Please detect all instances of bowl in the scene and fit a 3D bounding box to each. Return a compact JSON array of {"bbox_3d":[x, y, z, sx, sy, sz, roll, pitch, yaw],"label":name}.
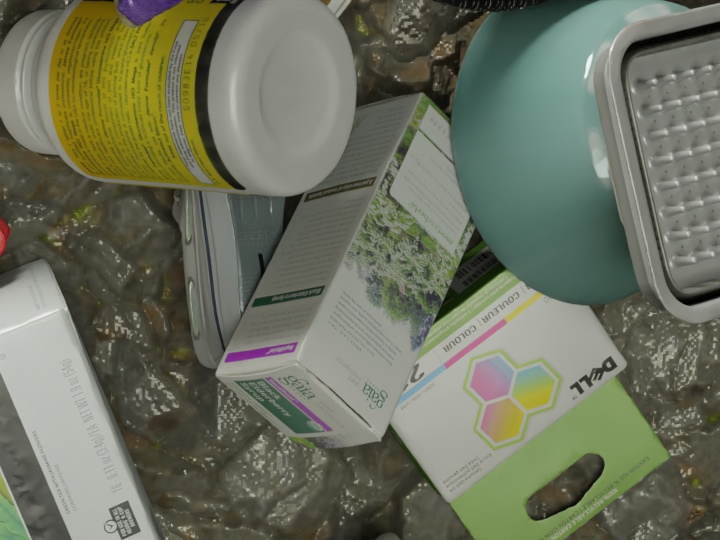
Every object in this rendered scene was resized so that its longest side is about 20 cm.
[{"bbox_3d":[0.164,-0.083,1.342,0.199,0.105,0.203,4,82,-35],"label":"bowl"}]

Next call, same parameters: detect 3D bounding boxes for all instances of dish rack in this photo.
[{"bbox_3d":[0.216,-0.068,1.286,0.199,0.043,0.173,-15,95,-35],"label":"dish rack"}]

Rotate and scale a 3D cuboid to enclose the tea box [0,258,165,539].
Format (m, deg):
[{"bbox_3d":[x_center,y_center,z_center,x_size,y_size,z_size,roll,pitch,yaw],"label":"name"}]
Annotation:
[{"bbox_3d":[-0.233,0.131,1.321,0.195,0.134,0.201,-24,107,-7],"label":"tea box"}]

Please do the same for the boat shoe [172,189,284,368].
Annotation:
[{"bbox_3d":[-0.086,-0.038,1.349,0.073,0.066,0.202,9,76,-49],"label":"boat shoe"}]

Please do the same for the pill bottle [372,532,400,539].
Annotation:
[{"bbox_3d":[-0.031,0.266,1.410,0.199,0.114,0.114,-34,108,-4],"label":"pill bottle"}]

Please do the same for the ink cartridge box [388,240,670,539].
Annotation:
[{"bbox_3d":[0.104,0.094,1.423,0.147,0.076,0.201,-37,107,-3],"label":"ink cartridge box"}]

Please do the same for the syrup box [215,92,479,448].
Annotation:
[{"bbox_3d":[0.000,0.000,1.321,0.079,0.081,0.201,42,59,-29],"label":"syrup box"}]

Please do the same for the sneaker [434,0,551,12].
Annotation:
[{"bbox_3d":[0.085,-0.197,1.328,0.199,0.090,0.071,-6,108,-29],"label":"sneaker"}]

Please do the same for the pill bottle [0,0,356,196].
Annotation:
[{"bbox_3d":[-0.109,-0.103,1.258,0.112,0.199,0.114,-10,103,-51],"label":"pill bottle"}]

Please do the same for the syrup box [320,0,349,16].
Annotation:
[{"bbox_3d":[-0.089,-0.221,1.286,0.200,0.079,0.082,39,70,-18],"label":"syrup box"}]

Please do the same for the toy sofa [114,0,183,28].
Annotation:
[{"bbox_3d":[-0.056,-0.208,1.178,0.199,0.082,0.098,-30,101,-40],"label":"toy sofa"}]

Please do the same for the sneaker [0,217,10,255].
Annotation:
[{"bbox_3d":[-0.248,-0.075,1.312,0.115,0.078,0.201,21,109,-25],"label":"sneaker"}]
